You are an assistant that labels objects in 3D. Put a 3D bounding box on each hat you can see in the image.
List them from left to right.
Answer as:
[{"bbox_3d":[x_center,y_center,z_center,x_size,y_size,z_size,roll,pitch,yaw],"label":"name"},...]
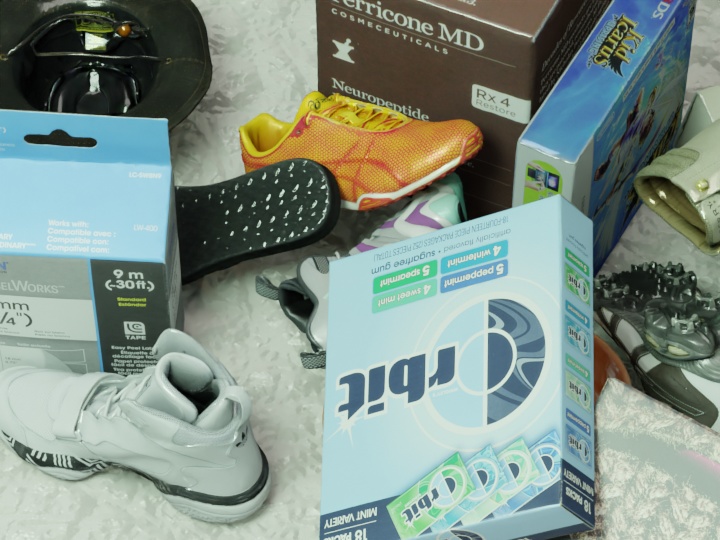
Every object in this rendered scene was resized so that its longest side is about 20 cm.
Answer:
[{"bbox_3d":[-0.195,-0.124,1.852,0.199,0.081,0.202,3,44,-3],"label":"hat"}]

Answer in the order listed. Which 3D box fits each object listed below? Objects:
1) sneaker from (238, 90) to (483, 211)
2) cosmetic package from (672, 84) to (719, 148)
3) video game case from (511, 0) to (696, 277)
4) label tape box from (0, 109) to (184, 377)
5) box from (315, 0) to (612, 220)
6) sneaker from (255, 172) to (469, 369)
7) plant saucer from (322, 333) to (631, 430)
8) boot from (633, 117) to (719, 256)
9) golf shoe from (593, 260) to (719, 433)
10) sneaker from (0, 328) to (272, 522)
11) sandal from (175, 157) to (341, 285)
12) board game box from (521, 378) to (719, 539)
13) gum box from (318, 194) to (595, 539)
[{"bbox_3d":[-0.007,-0.083,1.763,0.199,0.078,0.073,-5,21,37],"label":"sneaker"},{"bbox_3d":[0.329,-0.090,1.806,0.199,0.087,0.104,-18,68,-13],"label":"cosmetic package"},{"bbox_3d":[0.162,-0.084,1.752,0.045,0.182,0.200,24,55,17],"label":"video game case"},{"bbox_3d":[-0.190,-0.011,1.681,0.143,0.201,0.064,3,51,3],"label":"label tape box"},{"bbox_3d":[0.075,-0.168,1.808,0.165,0.201,0.165,21,54,17],"label":"box"},{"bbox_3d":[0.000,0.000,1.734,0.139,0.078,0.200,-4,29,11],"label":"sneaker"},{"bbox_3d":[0.075,0.096,1.679,0.198,0.033,0.201,-5,37,4],"label":"plant saucer"},{"bbox_3d":[0.279,-0.066,1.656,0.154,0.072,0.200,-34,28,-18],"label":"boot"},{"bbox_3d":[0.196,0.053,1.698,0.077,0.095,0.200,-11,16,-8],"label":"golf shoe"},{"bbox_3d":[-0.150,0.083,1.660,0.199,0.115,0.075,18,53,15],"label":"sneaker"},{"bbox_3d":[-0.101,-0.025,1.775,0.199,0.048,0.076,-9,74,23],"label":"sandal"},{"bbox_3d":[0.172,0.193,1.534,0.159,0.097,0.201,27,83,20],"label":"board game box"},{"bbox_3d":[0.057,0.070,1.560,0.169,0.044,0.201,-16,58,31],"label":"gum box"}]
